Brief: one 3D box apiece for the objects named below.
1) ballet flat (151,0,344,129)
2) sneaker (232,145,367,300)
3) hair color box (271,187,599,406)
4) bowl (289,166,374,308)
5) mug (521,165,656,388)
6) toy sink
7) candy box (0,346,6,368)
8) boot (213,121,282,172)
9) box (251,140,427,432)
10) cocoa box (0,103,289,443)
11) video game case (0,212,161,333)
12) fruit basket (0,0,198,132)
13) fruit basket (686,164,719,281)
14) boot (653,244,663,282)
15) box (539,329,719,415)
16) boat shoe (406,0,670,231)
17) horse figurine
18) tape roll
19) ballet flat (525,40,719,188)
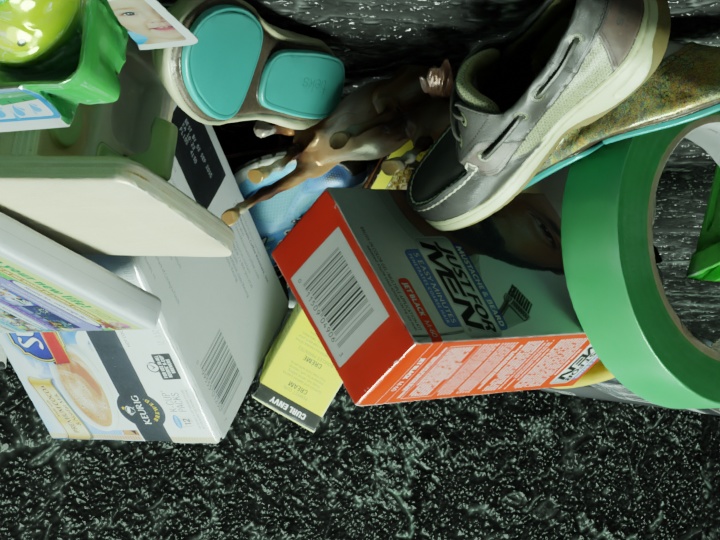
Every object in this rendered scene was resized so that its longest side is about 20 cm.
[{"bbox_3d":[-0.075,-0.112,1.095,0.069,0.070,0.200,-2,173,22],"label":"ballet flat"},{"bbox_3d":[-0.056,-0.026,1.357,0.078,0.090,0.200,-24,174,-46],"label":"sneaker"},{"bbox_3d":[0.056,0.012,1.192,0.199,0.111,0.064,-1,143,-49],"label":"hair color box"},{"bbox_3d":[-0.010,-0.028,1.475,0.200,0.091,0.201,2,-173,0],"label":"bowl"},{"bbox_3d":[0.125,-0.030,1.365,0.153,0.150,0.186,-18,136,43],"label":"mug"},{"bbox_3d":[-0.171,-0.080,1.084,0.199,0.113,0.130,2,165,24],"label":"toy sink"},{"bbox_3d":[-0.297,-0.024,1.365,0.071,0.169,0.200,1,174,10],"label":"candy box"},{"bbox_3d":[-0.110,-0.065,1.423,0.166,0.073,0.199,-15,173,42],"label":"boot"},{"bbox_3d":[0.000,0.000,1.296,0.050,0.201,0.075,29,-172,-4],"label":"box"},{"bbox_3d":[-0.152,-0.008,1.260,0.131,0.134,0.201,-2,130,26],"label":"cocoa box"},{"bbox_3d":[-0.239,-0.006,1.121,0.181,0.022,0.200,-3,158,35],"label":"video game case"},{"bbox_3d":[-0.194,-0.124,0.881,0.184,0.094,0.200,-2,169,23],"label":"fruit basket"},{"bbox_3d":[0.343,0.014,1.470,0.214,0.217,0.156,2,173,-6],"label":"fruit basket"},{"bbox_3d":[0.190,0.006,1.586,0.203,0.074,0.153,9,176,-33],"label":"boot"},{"bbox_3d":[0.162,0.056,1.530,0.157,0.050,0.199,25,167,-38],"label":"box"},{"bbox_3d":[0.079,-0.093,1.079,0.066,0.072,0.201,24,140,-26],"label":"boat shoe"},{"bbox_3d":[0.000,-0.085,1.209,0.199,0.050,0.133,-18,-164,39],"label":"horse figurine"},{"bbox_3d":[0.206,-0.017,1.231,0.200,0.202,0.048,7,172,-39],"label":"tape roll"},{"bbox_3d":[0.132,-0.096,1.142,0.199,0.071,0.070,-22,159,41],"label":"ballet flat"}]
